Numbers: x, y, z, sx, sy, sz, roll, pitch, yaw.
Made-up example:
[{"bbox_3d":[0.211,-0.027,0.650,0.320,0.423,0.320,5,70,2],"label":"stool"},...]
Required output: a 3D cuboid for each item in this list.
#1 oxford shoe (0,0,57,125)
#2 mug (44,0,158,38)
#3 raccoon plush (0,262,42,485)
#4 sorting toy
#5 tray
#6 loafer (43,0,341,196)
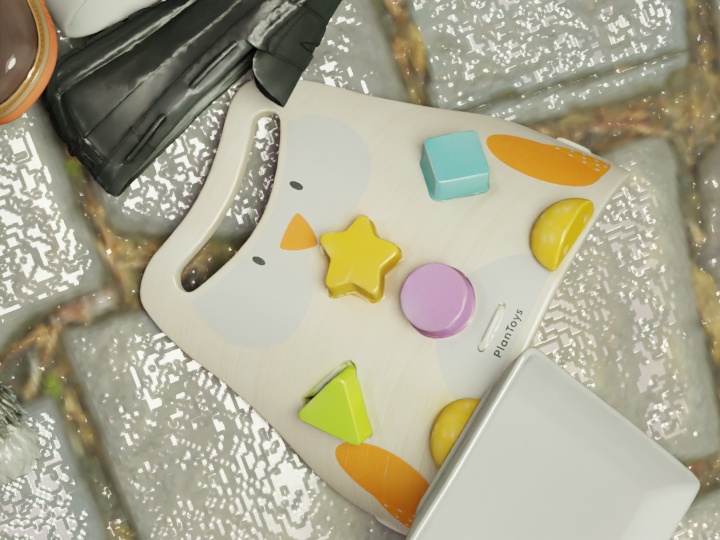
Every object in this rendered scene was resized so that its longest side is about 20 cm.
[{"bbox_3d":[-0.202,-0.127,1.006,0.200,0.072,0.071,39,97,34],"label":"oxford shoe"},{"bbox_3d":[-0.100,-0.226,1.020,0.200,0.148,0.176,-35,89,37],"label":"mug"},{"bbox_3d":[-0.185,-0.001,1.033,0.097,0.134,0.200,-40,97,-7],"label":"raccoon plush"},{"bbox_3d":[0.000,0.000,1.097,0.179,0.107,0.201,25,87,11],"label":"sorting toy"},{"bbox_3d":[0.085,0.108,1.080,0.022,0.200,0.108,28,84,36],"label":"tray"},{"bbox_3d":[-0.047,-0.107,1.086,0.200,0.068,0.071,-33,88,0],"label":"loafer"}]
